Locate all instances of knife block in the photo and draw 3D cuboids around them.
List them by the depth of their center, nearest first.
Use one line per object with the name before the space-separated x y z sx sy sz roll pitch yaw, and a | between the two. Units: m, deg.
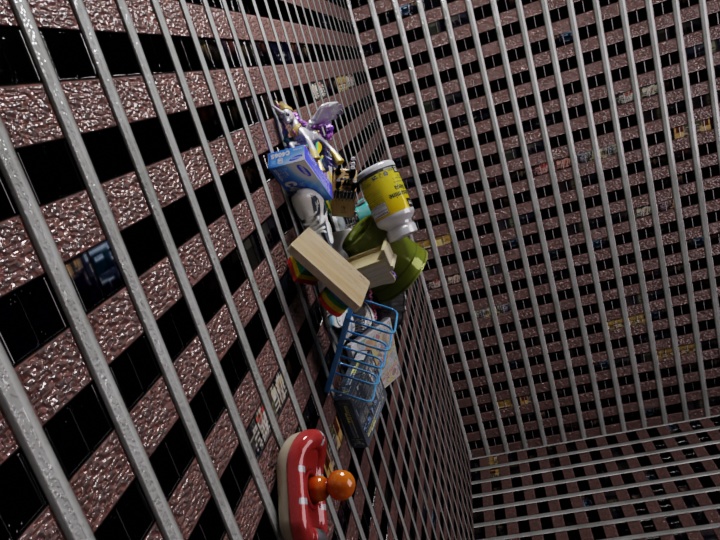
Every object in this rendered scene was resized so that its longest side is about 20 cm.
knife block | -0.043 -0.244 1.709 0.201 0.063 0.178 -96 -169 -62

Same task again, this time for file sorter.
file sorter | 0.004 0.185 1.482 0.139 0.121 0.203 -73 179 -68

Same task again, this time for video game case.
video game case | 0.040 0.254 1.759 0.199 0.023 0.185 -30 115 -49

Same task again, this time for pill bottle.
pill bottle | 0.077 -0.183 1.683 0.203 0.111 0.112 66 12 3

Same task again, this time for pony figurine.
pony figurine | -0.125 -0.343 1.592 0.192 0.166 0.202 -7 62 -54

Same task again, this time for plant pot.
plant pot | 0.056 -0.049 1.781 0.193 0.200 0.201 43 24 -17

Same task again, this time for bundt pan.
bundt pan | 0.058 0.094 1.961 0.201 0.075 0.206 21 -66 58

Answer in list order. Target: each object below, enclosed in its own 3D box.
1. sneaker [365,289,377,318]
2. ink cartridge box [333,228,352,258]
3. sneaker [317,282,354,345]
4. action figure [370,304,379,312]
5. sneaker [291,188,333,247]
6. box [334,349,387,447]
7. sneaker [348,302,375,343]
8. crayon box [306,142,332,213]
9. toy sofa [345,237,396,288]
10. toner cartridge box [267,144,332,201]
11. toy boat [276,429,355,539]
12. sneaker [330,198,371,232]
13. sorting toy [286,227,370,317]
sneaker | -0.005 0.097 1.896 0.094 0.078 0.204 -9 98 -42
ink cartridge box | -0.025 -0.059 1.931 0.200 0.066 0.119 6 72 -76
sneaker | -0.064 0.101 1.589 0.087 0.074 0.203 -65 140 -62
action figure | 0.053 0.211 1.862 0.065 0.098 0.203 -24 125 -49
sneaker | -0.112 -0.100 1.551 0.200 0.078 0.131 77 -2 -53
box | 0.004 0.328 1.617 0.201 0.050 0.160 -61 137 -54
sneaker | 0.000 0.179 1.778 0.085 0.076 0.204 15 65 -69
crayon box | -0.124 -0.259 1.718 0.120 0.057 0.202 64 18 -44
toy sofa | 0.000 0.000 1.675 0.099 0.197 0.083 64 18 -19
toner cartridge box | -0.142 -0.225 1.514 0.200 0.093 0.044 50 31 -64
toy boat | -0.071 0.382 1.106 0.131 0.128 0.203 55 25 -61
sneaker | -0.020 -0.168 1.947 0.200 0.119 0.085 -61 136 -72
sorting toy | -0.082 0.011 1.419 0.200 0.070 0.199 42 15 -5
